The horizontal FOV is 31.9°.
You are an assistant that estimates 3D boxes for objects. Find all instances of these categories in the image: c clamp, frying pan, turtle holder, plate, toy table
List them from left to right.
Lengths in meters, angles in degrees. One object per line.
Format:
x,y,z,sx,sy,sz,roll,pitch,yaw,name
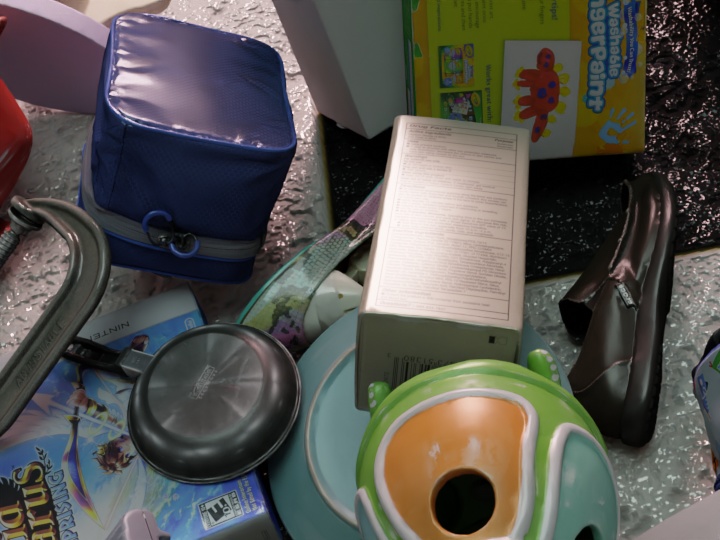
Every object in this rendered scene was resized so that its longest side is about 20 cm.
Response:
-0.252,0.026,0.843,0.200,0.027,0.171,-49,51,7,c clamp
-0.263,-0.222,1.045,0.199,0.184,0.118,23,60,-17,toy table
-0.119,0.058,0.814,0.115,0.031,0.190,-39,58,-16,frying pan
0.033,0.099,0.773,0.199,0.026,0.201,-8,63,15,plate
0.064,0.146,0.655,0.140,0.186,0.132,5,28,-3,turtle holder

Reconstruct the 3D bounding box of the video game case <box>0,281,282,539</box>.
-0.166,0.121,0.822,0.180,0.046,0.200,-22,50,-4,video game case

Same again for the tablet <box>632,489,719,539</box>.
0.155,0.220,0.626,0.014,0.130,0.201,21,49,-19,tablet

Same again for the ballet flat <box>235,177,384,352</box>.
0.000,0.000,0.871,0.071,0.069,0.200,31,59,28,ballet flat

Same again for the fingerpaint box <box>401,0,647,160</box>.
0.113,-0.182,0.886,0.166,0.201,0.073,-5,20,-2,fingerpaint box

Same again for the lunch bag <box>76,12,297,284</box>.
-0.126,-0.076,0.892,0.135,0.133,0.200,11,34,-15,lunch bag

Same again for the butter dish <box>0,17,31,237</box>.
-0.318,-0.066,0.944,0.199,0.148,0.200,-46,14,-25,butter dish

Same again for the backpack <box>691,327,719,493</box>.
0.278,0.079,0.675,0.189,0.200,0.155,-6,63,12,backpack

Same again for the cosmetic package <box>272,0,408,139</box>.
-0.017,-0.211,0.943,0.085,0.201,0.108,-32,31,-13,cosmetic package

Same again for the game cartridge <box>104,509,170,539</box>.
-0.122,0.246,0.666,0.040,0.134,0.200,12,35,-38,game cartridge

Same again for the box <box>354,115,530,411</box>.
0.053,-0.007,0.769,0.094,0.078,0.201,7,40,5,box

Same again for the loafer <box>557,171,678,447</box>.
0.164,0.015,0.811,0.071,0.073,0.201,6,53,15,loafer
